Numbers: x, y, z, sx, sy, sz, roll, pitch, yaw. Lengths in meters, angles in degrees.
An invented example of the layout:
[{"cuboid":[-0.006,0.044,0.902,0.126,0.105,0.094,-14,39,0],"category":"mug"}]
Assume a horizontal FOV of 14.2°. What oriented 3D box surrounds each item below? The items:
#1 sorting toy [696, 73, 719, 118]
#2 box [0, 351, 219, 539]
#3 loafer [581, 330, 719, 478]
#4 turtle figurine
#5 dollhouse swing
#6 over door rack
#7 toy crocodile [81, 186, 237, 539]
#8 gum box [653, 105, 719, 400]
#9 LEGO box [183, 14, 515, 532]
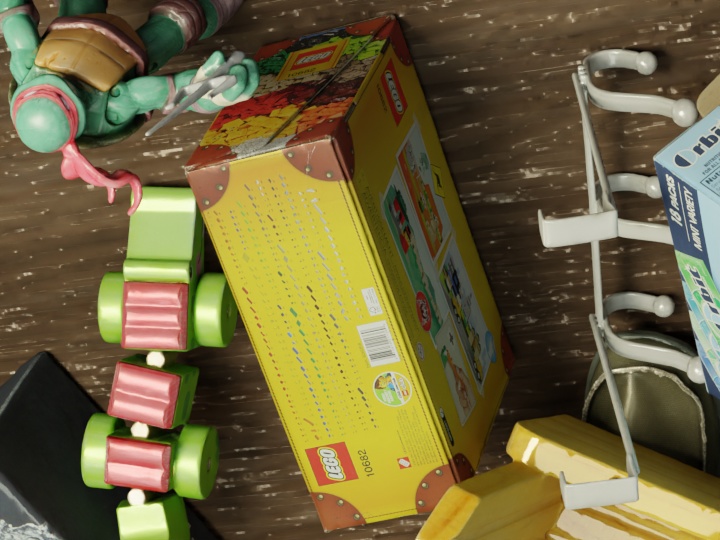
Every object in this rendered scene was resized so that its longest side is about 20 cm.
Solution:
[{"cuboid":[0.291,-0.071,1.283,0.200,0.070,0.199,-45,69,2],"category":"sorting toy"},{"cuboid":[-0.188,0.188,1.554,0.197,0.117,0.200,-36,103,26],"category":"box"},{"cuboid":[0.146,0.126,1.470,0.075,0.070,0.201,3,117,12],"category":"loafer"},{"cuboid":[-0.123,-0.108,1.340,0.150,0.200,0.101,32,119,-4],"category":"turtle figurine"},{"cuboid":[0.099,0.194,1.367,0.181,0.176,0.200,22,101,4],"category":"dollhouse swing"},{"cuboid":[0.127,0.000,1.337,0.066,0.200,0.148,-2,116,11],"category":"over door rack"},{"cuboid":[-0.105,0.056,1.474,0.067,0.062,0.201,7,94,10],"category":"toy crocodile"},{"cuboid":[0.220,0.042,1.254,0.045,0.200,0.170,-37,140,-15],"category":"gum box"},{"cuboid":[0.000,0.000,1.396,0.077,0.149,0.200,-12,112,19],"category":"LEGO box"}]
